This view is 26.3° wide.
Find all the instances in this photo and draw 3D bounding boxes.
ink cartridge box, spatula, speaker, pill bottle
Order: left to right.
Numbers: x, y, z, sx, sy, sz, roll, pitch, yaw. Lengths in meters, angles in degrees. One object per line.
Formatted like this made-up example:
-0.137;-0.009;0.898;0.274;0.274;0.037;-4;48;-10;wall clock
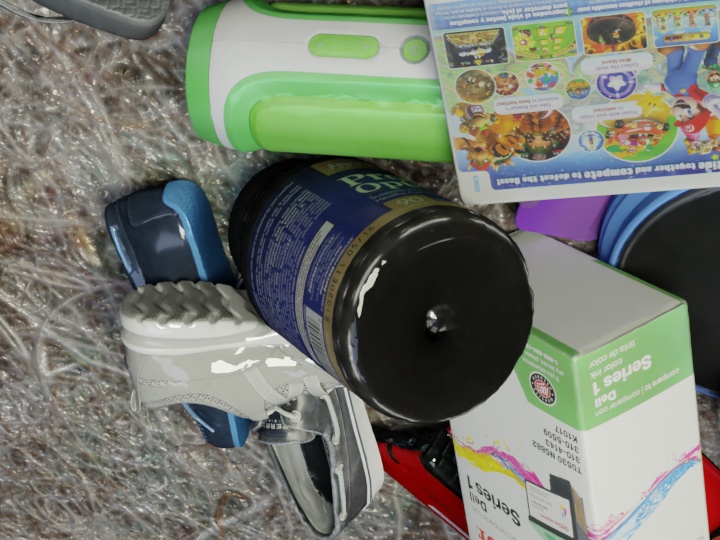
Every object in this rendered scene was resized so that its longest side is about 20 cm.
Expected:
0.000;0.000;0.843;0.112;0.112;0.200;50;171;-29;pill bottle
0.012;-0.100;0.818;0.198;0.089;0.089;5;135;13;speaker
0.060;-0.063;0.886;0.198;0.021;0.057;21;136;-1;spatula
0.122;0.097;0.897;0.145;0.083;0.202;30;138;53;ink cartridge box

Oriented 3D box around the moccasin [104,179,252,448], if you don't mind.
-0.116;0.029;1.008;0.068;0.081;0.202;-5;119;11;moccasin

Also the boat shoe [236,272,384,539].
-0.043;0.088;1.017;0.071;0.068;0.201;2;122;33;boat shoe

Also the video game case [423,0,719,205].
0.101;-0.119;0.710;0.142;0.018;0.201;-4;128;13;video game case

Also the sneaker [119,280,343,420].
-0.052;0.053;0.955;0.198;0.075;0.083;4;118;-11;sneaker

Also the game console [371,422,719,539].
0.126;0.138;1.067;0.200;0.119;0.172;42;163;-22;game console

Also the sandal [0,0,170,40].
-0.189;-0.173;0.831;0.199;0.076;0.043;25;136;9;sandal

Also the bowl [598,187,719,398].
0.234;0.002;0.871;0.199;0.040;0.202;8;136;8;bowl

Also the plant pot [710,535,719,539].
0.290;0.276;1.013;0.198;0.179;0.201;2;143;2;plant pot

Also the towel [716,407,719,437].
0.315;0.099;0.916;0.198;0.035;0.193;-9;144;12;towel
